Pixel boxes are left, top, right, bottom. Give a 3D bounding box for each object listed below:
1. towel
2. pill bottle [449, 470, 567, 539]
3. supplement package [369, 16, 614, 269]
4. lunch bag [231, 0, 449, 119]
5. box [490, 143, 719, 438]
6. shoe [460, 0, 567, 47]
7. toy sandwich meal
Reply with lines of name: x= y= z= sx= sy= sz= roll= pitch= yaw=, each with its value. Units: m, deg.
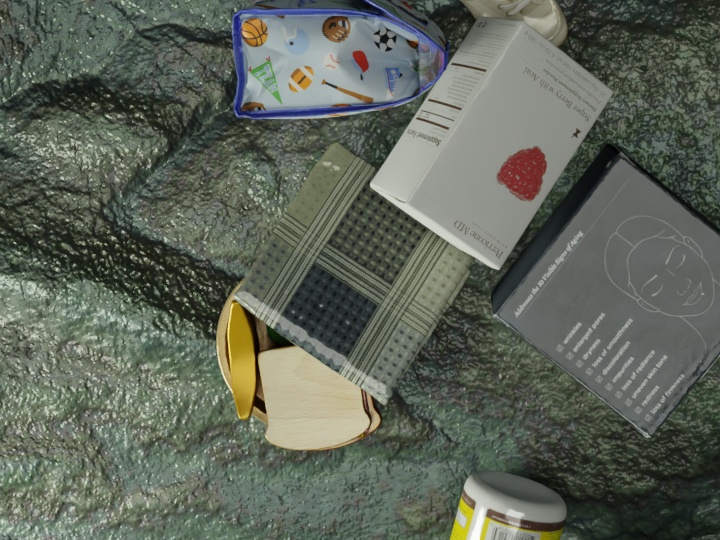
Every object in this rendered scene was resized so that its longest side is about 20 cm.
towel: x=0.000 y=0.000 z=1.530 sx=0.192 sy=0.035 sz=0.201 roll=34 pitch=77 yaw=0
pill bottle: x=0.136 y=0.315 z=1.559 sx=0.108 sy=0.109 sz=0.202 roll=15 pitch=99 yaw=1
supplement package: x=0.123 y=-0.124 z=1.458 sx=0.121 sy=0.120 sz=0.201 roll=33 pitch=91 yaw=-20
lunch bag: x=-0.014 y=-0.209 z=1.457 sx=0.197 sy=0.170 sz=0.125 roll=1 pitch=104 yaw=4
box: x=0.262 y=0.017 z=1.499 sx=0.196 sy=0.124 sz=0.201 roll=38 pitch=99 yaw=-4
shoe: x=0.121 y=-0.284 z=1.495 sx=0.200 sy=0.053 sz=0.070 roll=40 pitch=99 yaw=-3
toy sandwich meal: x=-0.058 y=0.086 z=1.553 sx=0.202 sy=0.070 sz=0.208 roll=0 pitch=99 yaw=3
